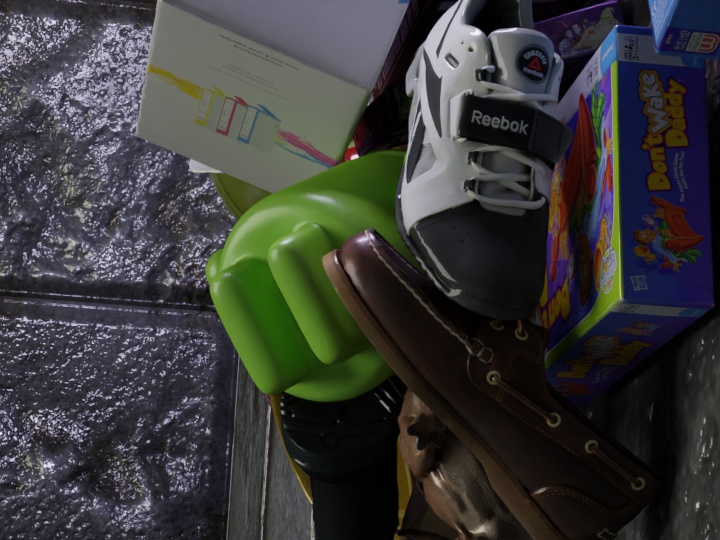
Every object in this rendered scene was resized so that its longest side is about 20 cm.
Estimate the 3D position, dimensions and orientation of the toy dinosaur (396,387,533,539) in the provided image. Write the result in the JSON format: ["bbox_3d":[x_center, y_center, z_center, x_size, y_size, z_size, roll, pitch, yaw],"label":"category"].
[{"bbox_3d":[0.056,0.113,1.026,0.136,0.085,0.201,-158,50,-77],"label":"toy dinosaur"}]

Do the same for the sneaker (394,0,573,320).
[{"bbox_3d":[0.063,-0.070,0.913,0.089,0.074,0.201,121,153,-44],"label":"sneaker"}]

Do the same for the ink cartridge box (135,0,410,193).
[{"bbox_3d":[-0.047,-0.137,1.091,0.200,0.125,0.129,118,175,-68],"label":"ink cartridge box"}]

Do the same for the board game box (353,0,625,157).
[{"bbox_3d":[0.071,-0.111,1.117,0.200,0.119,0.033,152,105,-76],"label":"board game box"}]

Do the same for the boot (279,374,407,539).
[{"bbox_3d":[-0.007,0.113,1.135,0.199,0.073,0.163,-86,-4,-59],"label":"boot"}]

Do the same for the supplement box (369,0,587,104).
[{"bbox_3d":[0.071,-0.165,1.180,0.200,0.108,0.061,124,138,-70],"label":"supplement box"}]

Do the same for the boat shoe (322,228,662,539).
[{"bbox_3d":[0.066,0.051,0.917,0.070,0.200,0.070,-39,12,14],"label":"boat shoe"}]

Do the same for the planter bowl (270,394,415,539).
[{"bbox_3d":[0.015,0.111,1.394,0.200,0.083,0.201,39,139,45],"label":"planter bowl"}]

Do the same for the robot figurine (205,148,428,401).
[{"bbox_3d":[0.000,0.000,1.030,0.116,0.175,0.200,60,-147,0],"label":"robot figurine"}]

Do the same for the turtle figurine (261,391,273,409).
[{"bbox_3d":[-0.034,0.080,1.517,0.149,0.101,0.200,29,159,51],"label":"turtle figurine"}]

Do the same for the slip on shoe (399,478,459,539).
[{"bbox_3d":[0.058,0.149,1.179,0.076,0.060,0.201,39,145,22],"label":"slip on shoe"}]

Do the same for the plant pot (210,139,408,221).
[{"bbox_3d":[-0.025,-0.111,1.392,0.193,0.199,0.202,88,-174,-88],"label":"plant pot"}]

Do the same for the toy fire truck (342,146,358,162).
[{"bbox_3d":[0.063,-0.003,1.224,0.200,0.111,0.169,-116,13,-74],"label":"toy fire truck"}]

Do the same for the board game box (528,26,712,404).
[{"bbox_3d":[0.123,-0.021,0.957,0.200,0.044,0.135,120,152,-70],"label":"board game box"}]

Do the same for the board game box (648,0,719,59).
[{"bbox_3d":[0.163,-0.221,0.849,0.152,0.045,0.201,106,165,-54],"label":"board game box"}]
